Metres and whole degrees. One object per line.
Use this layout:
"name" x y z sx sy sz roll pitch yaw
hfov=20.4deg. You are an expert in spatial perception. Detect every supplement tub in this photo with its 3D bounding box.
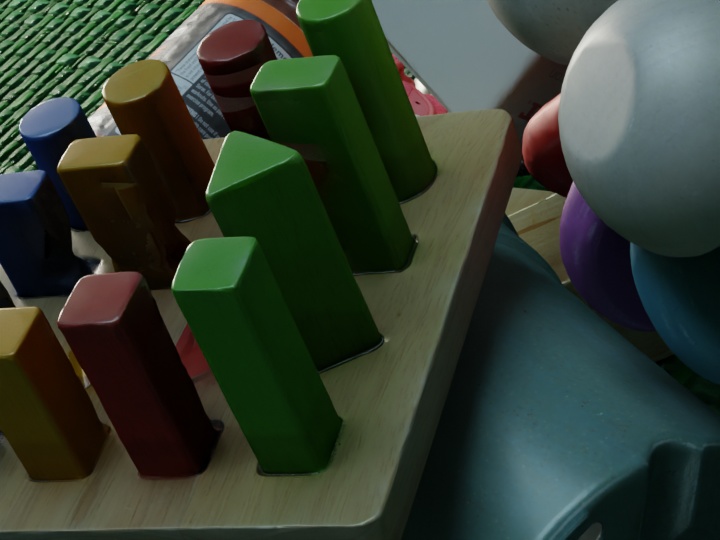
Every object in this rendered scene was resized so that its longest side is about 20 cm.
"supplement tub" -0.078 -0.093 1.157 0.107 0.107 0.200 9 50 46

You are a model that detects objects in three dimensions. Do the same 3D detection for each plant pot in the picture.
"plant pot" 0.044 0.086 0.753 0.200 0.200 0.196 -39 42 -13

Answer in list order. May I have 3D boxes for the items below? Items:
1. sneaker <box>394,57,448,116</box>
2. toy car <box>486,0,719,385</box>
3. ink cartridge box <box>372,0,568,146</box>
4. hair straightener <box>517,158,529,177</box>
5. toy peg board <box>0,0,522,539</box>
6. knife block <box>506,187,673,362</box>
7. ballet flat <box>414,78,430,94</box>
"sneaker" 0.009 -0.055 0.948 0.087 0.074 0.200 -22 34 -1
"toy car" 0.117 -0.048 0.652 0.150 0.175 0.200 -58 38 37
"ink cartridge box" 0.120 -0.136 0.794 0.200 0.145 0.083 -50 58 19
"hair straightener" 0.000 0.000 0.821 0.200 0.077 0.041 -36 63 -9
"toy peg board" -0.070 -0.008 0.675 0.199 0.098 0.200 -4 40 23
"knife block" 0.046 0.042 0.913 0.200 0.064 0.176 8 50 44
"ballet flat" 0.066 -0.097 1.080 0.200 0.065 0.070 -39 32 -12
